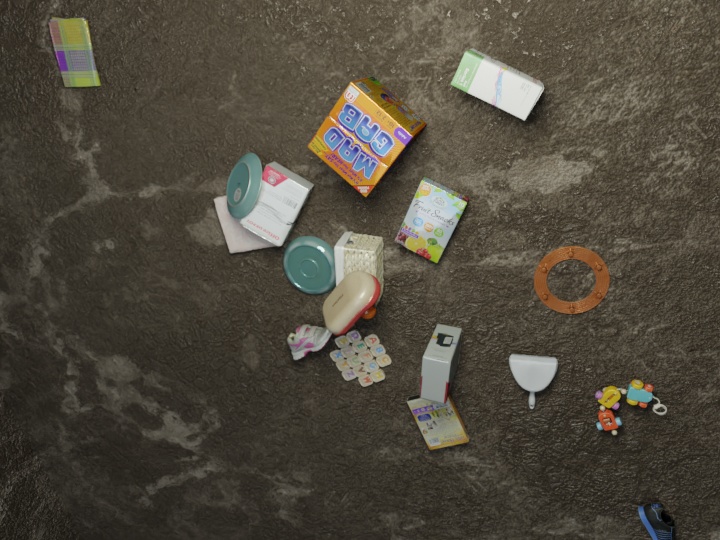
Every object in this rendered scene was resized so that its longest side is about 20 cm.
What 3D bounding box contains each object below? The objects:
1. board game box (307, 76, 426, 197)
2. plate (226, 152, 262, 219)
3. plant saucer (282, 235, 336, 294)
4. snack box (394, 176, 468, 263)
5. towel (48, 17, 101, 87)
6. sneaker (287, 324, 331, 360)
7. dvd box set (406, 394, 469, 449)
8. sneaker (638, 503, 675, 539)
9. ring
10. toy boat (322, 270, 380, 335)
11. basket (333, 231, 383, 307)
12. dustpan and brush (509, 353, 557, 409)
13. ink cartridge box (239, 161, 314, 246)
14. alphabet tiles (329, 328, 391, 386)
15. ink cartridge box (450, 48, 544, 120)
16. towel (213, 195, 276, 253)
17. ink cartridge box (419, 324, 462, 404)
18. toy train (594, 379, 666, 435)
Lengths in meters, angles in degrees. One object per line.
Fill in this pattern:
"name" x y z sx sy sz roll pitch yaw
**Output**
"board game box" 0.023 -0.354 1.415 0.199 0.200 0.200 40 118 -1
"plate" -0.356 -0.254 1.610 0.199 0.025 0.203 -13 71 45
"plant saucer" -0.161 -0.010 1.722 0.197 0.027 0.203 7 115 15
"snack box" 0.199 -0.141 1.532 0.141 0.053 0.202 26 118 5
"towel" -0.883 -0.676 1.676 0.142 0.023 0.203 4 114 16
"sneaker" -0.171 0.221 1.793 0.199 0.081 0.089 -30 102 26
"dvd box set" 0.258 0.494 1.797 0.145 0.029 0.202 -21 104 24
"sneaker" 0.950 0.812 1.685 0.078 0.070 0.201 -31 99 33
"ring" 0.583 0.031 1.499 0.198 0.019 0.203 7 115 15
"toy boat" -0.009 0.099 1.536 0.130 0.131 0.200 22 122 -34
"basket" 0.000 0.000 1.612 0.122 0.136 0.203 4 115 14
"dustpan and brush" 0.521 0.340 1.640 0.138 0.057 0.203 2 106 19
"ink cartridge box" -0.249 -0.198 1.616 0.144 0.084 0.201 29 111 -4
"alphabet tiles" -0.002 0.293 1.807 0.194 0.015 0.201 -25 102 25
"ink cartridge box" 0.331 -0.450 1.303 0.198 0.145 0.085 28 119 4
"towel" -0.354 -0.158 1.719 0.197 0.032 0.193 -8 108 20
"ink cartridge box" 0.241 0.274 1.614 0.082 0.200 0.148 9 115 17
"toy train" 0.768 0.388 1.574 0.199 0.056 0.151 -30 102 30
